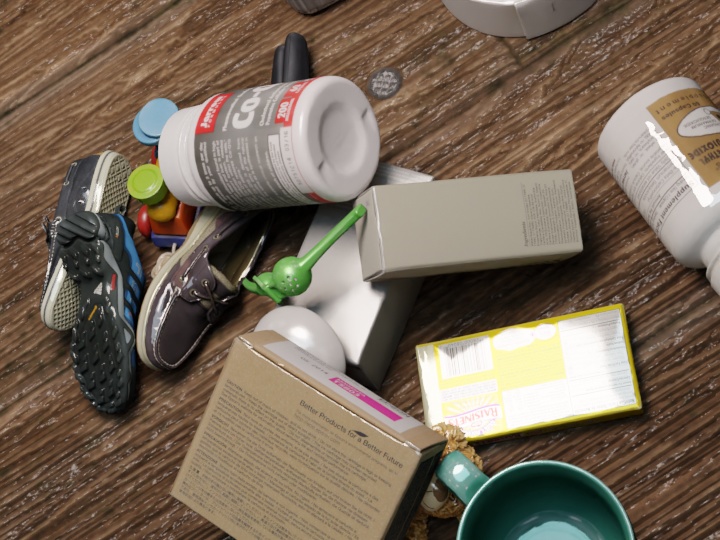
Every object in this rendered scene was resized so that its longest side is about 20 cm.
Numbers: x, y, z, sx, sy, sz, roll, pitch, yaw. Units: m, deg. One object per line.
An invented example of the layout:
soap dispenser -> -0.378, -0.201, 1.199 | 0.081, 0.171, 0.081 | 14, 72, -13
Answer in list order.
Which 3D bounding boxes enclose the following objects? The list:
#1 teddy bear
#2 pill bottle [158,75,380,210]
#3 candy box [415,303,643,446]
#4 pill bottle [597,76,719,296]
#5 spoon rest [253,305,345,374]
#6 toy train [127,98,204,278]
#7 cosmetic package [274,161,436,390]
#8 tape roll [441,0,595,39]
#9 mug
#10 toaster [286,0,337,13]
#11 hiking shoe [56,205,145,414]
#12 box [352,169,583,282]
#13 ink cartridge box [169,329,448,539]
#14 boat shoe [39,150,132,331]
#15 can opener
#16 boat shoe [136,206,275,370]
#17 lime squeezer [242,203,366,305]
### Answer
teddy bear -> 0.012, 0.204, 1.552 | 0.198, 0.067, 0.146 | 2, 80, 18
pill bottle -> -0.090, -0.115, 1.614 | 0.199, 0.114, 0.115 | -3, 65, 40
candy box -> 0.153, 0.100, 1.582 | 0.198, 0.026, 0.103 | -12, 69, 12
pill bottle -> 0.312, -0.067, 1.553 | 0.114, 0.114, 0.201 | -33, 63, 1
spoon rest -> -0.084, 0.120, 1.596 | 0.099, 0.061, 0.201 | 39, 112, 13
toy train -> -0.195, -0.061, 1.706 | 0.084, 0.116, 0.202 | 3, 69, 18
cosmetic package -> 0.000, 0.000, 1.639 | 0.106, 0.090, 0.201 | 18, 77, 23
tape roll -> 0.160, -0.338, 1.738 | 0.201, 0.071, 0.204 | -6, 66, 14
mug -> 0.158, 0.233, 1.469 | 0.151, 0.114, 0.187 | -16, 69, 7
toaster -> -0.041, -0.351, 1.772 | 0.199, 0.129, 0.114 | -36, 62, -1
hiking shoe -> -0.237, 0.038, 1.694 | 0.074, 0.086, 0.202 | -3, 95, 34
box -> 0.098, -0.041, 1.576 | 0.198, 0.068, 0.083 | -4, 83, -18
ink cartridge box -> -0.046, 0.172, 1.505 | 0.199, 0.075, 0.166 | 31, 105, 20
boat shoe -> -0.289, -0.030, 1.749 | 0.062, 0.075, 0.202 | 3, 65, 24
can opener -> -0.070, -0.147, 1.744 | 0.063, 0.078, 0.202 | -37, 50, 44
boat shoe -> -0.149, 0.009, 1.683 | 0.064, 0.072, 0.201 | 12, 65, 44
lime squeezer -> -0.071, -0.001, 1.583 | 0.200, 0.038, 0.071 | -32, 37, 49
